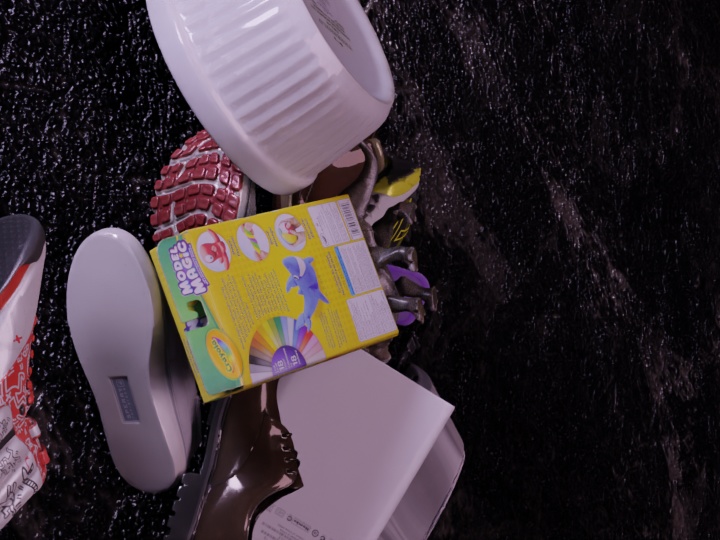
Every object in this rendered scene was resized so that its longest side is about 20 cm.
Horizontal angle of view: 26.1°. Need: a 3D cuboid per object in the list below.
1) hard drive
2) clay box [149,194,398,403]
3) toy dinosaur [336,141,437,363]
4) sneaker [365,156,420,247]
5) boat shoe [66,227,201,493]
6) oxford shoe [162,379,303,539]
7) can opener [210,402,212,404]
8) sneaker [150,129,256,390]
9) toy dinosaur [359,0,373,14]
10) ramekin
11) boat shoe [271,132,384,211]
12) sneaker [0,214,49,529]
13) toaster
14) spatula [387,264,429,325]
[{"bbox_3d":[-0.034,0.157,1.193,0.132,0.027,0.200,32,85,-10],"label":"hard drive"},{"bbox_3d":[-0.067,0.019,1.102,0.200,0.048,0.115,-15,84,-48],"label":"clay box"},{"bbox_3d":[0.000,0.000,1.216,0.077,0.102,0.200,-61,139,-61],"label":"toy dinosaur"},{"bbox_3d":[-0.003,-0.029,1.351,0.200,0.074,0.085,-37,130,-46],"label":"sneaker"},{"bbox_3d":[-0.152,0.058,1.107,0.069,0.072,0.200,-49,128,-60],"label":"boat shoe"},{"bbox_3d":[-0.075,0.128,1.136,0.073,0.084,0.200,86,21,-75],"label":"oxford shoe"},{"bbox_3d":[-0.063,0.079,1.285,0.200,0.053,0.067,-44,158,-51],"label":"can opener"},{"bbox_3d":[-0.112,-0.011,1.181,0.082,0.078,0.200,0,98,-63],"label":"sneaker"},{"bbox_3d":[-0.039,-0.215,1.297,0.200,0.047,0.088,45,43,-14],"label":"toy dinosaur"},{"bbox_3d":[-0.059,-0.167,1.158,0.200,0.105,0.200,51,20,-28],"label":"ramekin"},{"bbox_3d":[-0.017,-0.100,1.297,0.075,0.075,0.202,87,16,-50],"label":"boat shoe"},{"bbox_3d":[-0.232,0.072,0.976,0.108,0.067,0.201,51,50,-46],"label":"sneaker"},{"bbox_3d":[0.010,0.161,1.310,0.200,0.114,0.129,-59,142,-24],"label":"toaster"},{"bbox_3d":[-0.033,0.013,1.272,0.200,0.057,0.021,7,37,-33],"label":"spatula"}]
